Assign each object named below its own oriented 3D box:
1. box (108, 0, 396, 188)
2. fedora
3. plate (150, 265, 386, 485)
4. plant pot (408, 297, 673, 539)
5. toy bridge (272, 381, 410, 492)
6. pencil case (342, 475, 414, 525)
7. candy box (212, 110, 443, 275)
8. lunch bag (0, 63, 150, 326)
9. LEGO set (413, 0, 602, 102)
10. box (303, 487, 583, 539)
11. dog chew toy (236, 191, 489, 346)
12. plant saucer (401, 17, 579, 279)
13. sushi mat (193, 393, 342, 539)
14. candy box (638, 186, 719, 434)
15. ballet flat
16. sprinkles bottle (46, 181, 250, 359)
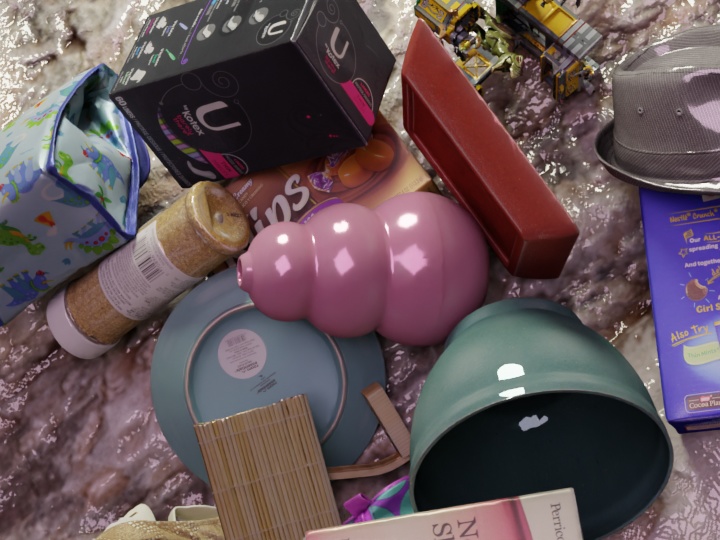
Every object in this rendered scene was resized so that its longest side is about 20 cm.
[{"bbox_3d":[-0.090,-0.161,1.369,0.199,0.122,0.107,-12,43,33],"label":"box"},{"bbox_3d":[0.272,-0.133,1.268,0.176,0.091,0.199,-33,31,-33],"label":"fedora"},{"bbox_3d":[-0.078,0.093,1.356,0.198,0.026,0.203,0,93,2],"label":"plate"},{"bbox_3d":[0.128,0.108,1.258,0.198,0.201,0.135,-18,44,11],"label":"plant pot"},{"bbox_3d":[0.025,0.123,1.339,0.199,0.027,0.068,-33,103,-7],"label":"toy bridge"},{"bbox_3d":[0.060,0.264,1.274,0.085,0.092,0.201,-41,65,29],"label":"pencil case"},{"bbox_3d":[-0.043,-0.051,1.406,0.199,0.056,0.117,-37,69,3],"label":"candy box"},{"bbox_3d":[-0.281,-0.076,1.429,0.169,0.127,0.201,-31,37,20],"label":"lunch bag"},{"bbox_3d":[0.130,-0.183,1.331,0.154,0.201,0.116,-41,69,-20],"label":"LEGO set"},{"bbox_3d":[0.068,0.242,1.177,0.198,0.109,0.129,-10,70,3],"label":"box"},{"bbox_3d":[0.000,0.000,1.308,0.198,0.125,0.126,-1,73,-15],"label":"dog chew toy"},{"bbox_3d":[0.091,-0.081,1.279,0.037,0.200,0.200,-35,81,-3],"label":"plant saucer"},{"bbox_3d":[-0.062,0.205,1.306,0.095,0.012,0.202,-17,99,-13],"label":"sushi mat"},{"bbox_3d":[0.313,0.016,1.274,0.167,0.077,0.202,-8,75,15],"label":"candy box"},{"bbox_3d":[-0.155,0.221,1.312,0.071,0.199,0.066,-55,47,29],"label":"ballet flat"},{"bbox_3d":[-0.182,0.002,1.387,0.199,0.068,0.069,-34,67,31],"label":"sprinkles bottle"}]
